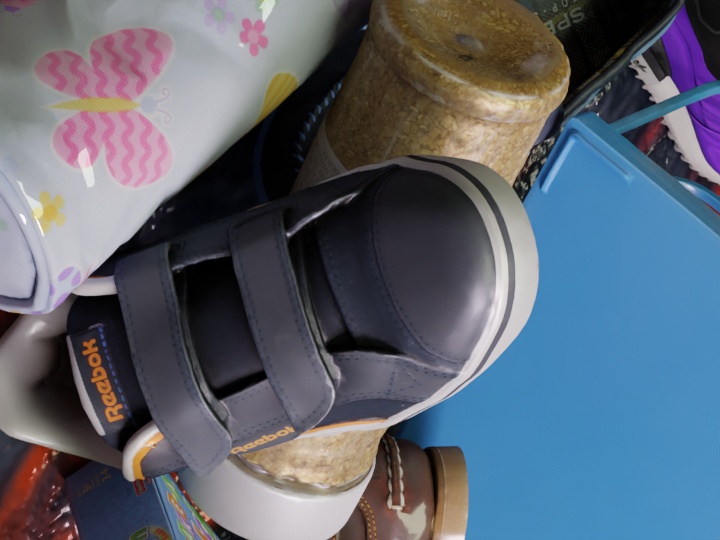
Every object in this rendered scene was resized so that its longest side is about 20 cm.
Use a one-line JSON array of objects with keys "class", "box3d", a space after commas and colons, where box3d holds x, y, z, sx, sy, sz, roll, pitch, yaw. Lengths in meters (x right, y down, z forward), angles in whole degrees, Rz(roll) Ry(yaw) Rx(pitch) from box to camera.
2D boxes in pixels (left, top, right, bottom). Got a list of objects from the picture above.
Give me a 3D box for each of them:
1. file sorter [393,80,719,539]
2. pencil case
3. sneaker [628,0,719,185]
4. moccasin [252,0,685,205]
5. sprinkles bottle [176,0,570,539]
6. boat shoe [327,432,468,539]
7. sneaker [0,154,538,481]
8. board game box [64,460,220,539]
[{"class": "file sorter", "box3d": [0.119, 0.049, 0.997, 0.122, 0.139, 0.200, -22, 147, -50]}, {"class": "pencil case", "box3d": [-0.065, -0.075, 0.808, 0.091, 0.083, 0.200, 50, 60, -9]}, {"class": "sneaker", "box3d": [0.178, -0.078, 1.099, 0.200, 0.099, 0.070, 40, 76, -51]}, {"class": "moccasin", "box3d": [0.042, -0.076, 0.944, 0.200, 0.068, 0.081, -41, 109, -36]}, {"class": "sprinkles bottle", "box3d": [0.000, 0.000, 0.862, 0.068, 0.068, 0.200, -19, 144, -46]}, {"class": "boat shoe", "box3d": [-0.011, 0.151, 0.997, 0.070, 0.070, 0.201, 3, 113, -14]}, {"class": "sneaker", "box3d": [-0.037, 0.021, 0.801, 0.079, 0.200, 0.079, -14, 85, -46]}, {"class": "board game box", "box3d": [-0.022, 0.165, 0.875, 0.037, 0.151, 0.200, -33, 117, 1]}]
